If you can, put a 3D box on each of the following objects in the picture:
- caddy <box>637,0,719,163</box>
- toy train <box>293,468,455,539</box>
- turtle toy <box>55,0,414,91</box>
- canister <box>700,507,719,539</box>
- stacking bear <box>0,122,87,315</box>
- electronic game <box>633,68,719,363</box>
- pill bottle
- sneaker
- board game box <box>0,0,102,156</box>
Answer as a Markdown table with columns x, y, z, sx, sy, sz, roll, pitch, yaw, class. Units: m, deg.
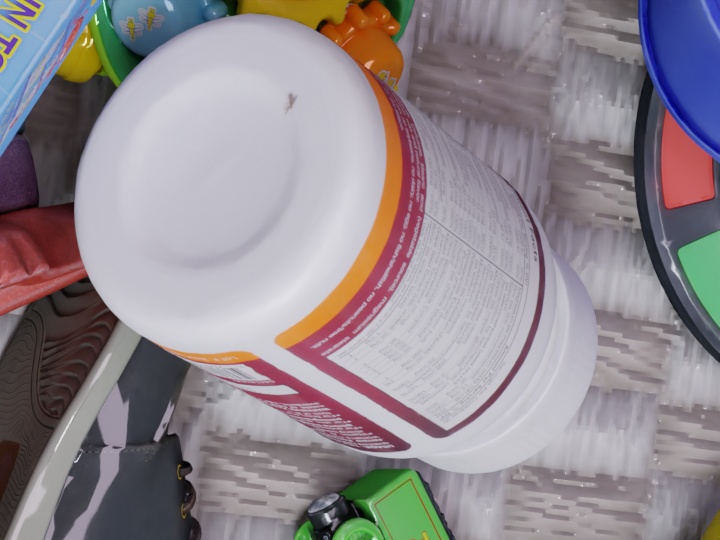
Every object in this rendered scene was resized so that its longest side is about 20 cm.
| x | y | z | sx | sy | sz | roll | pitch | yaw | class |
| --- | --- | --- | --- | --- | --- | --- | --- | --- | --- |
| 0.197 | -0.082 | 0.974 | 0.200 | 0.105 | 0.142 | 39 | 77 | 6 | caddy |
| 0.038 | 0.164 | 0.996 | 0.056 | 0.042 | 0.201 | -33 | 103 | -29 | toy train |
| -0.031 | -0.134 | 0.925 | 0.145 | 0.101 | 0.201 | 12 | 87 | -22 | turtle toy |
| 0.147 | 0.196 | 0.991 | 0.149 | 0.086 | 0.200 | 47 | 61 | -20 | canister |
| -0.172 | -0.074 | 0.870 | 0.113 | 0.121 | 0.201 | -24 | 89 | 22 | stacking bear |
| 0.198 | -0.043 | 1.051 | 0.199 | 0.042 | 0.202 | -1 | 92 | -22 | electronic game |
| 0.000 | 0.000 | 0.894 | 0.200 | 0.109 | 0.110 | 34 | 77 | -57 | pill bottle |
| -0.081 | 0.081 | 0.936 | 0.106 | 0.075 | 0.201 | 28 | 83 | -31 | sneaker |
| -0.161 | -0.137 | 0.808 | 0.195 | 0.056 | 0.201 | 31 | 65 | -2 | board game box |
